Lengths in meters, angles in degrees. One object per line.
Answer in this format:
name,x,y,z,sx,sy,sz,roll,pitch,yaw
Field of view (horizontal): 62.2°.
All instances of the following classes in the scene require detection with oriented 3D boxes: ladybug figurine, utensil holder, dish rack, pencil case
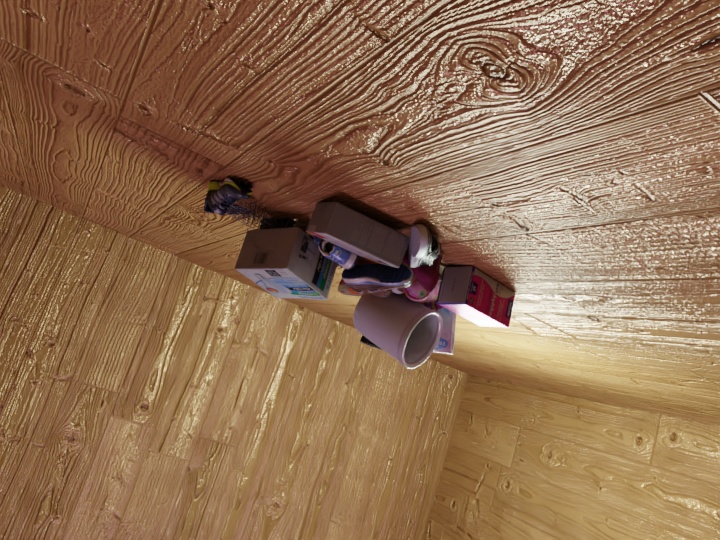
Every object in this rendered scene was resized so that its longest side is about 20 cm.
ladybug figurine,0.004,0.040,1.799,0.133,0.073,0.199,3,179,-25
utensil holder,0.101,0.148,1.653,0.199,0.172,0.169,29,177,37
dish rack,-0.295,-0.152,1.654,0.199,0.055,0.152,30,163,-38
pencil case,0.171,0.043,1.612,0.086,0.089,0.200,15,180,18

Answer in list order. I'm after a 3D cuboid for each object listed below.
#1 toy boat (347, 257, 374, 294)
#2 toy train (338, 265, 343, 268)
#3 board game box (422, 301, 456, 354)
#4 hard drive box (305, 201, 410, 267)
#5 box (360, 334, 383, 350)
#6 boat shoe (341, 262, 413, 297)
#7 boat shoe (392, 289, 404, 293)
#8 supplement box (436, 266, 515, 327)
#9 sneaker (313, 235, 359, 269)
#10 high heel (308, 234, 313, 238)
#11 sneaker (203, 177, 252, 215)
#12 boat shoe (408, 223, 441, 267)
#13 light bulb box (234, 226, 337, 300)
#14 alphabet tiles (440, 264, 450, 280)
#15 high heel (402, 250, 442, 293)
toy boat,0.000,0.000,1.645,0.128,0.133,0.200,16,175,9
toy train,-0.060,-0.025,1.867,0.045,0.035,0.199,16,177,-32
board game box,0.181,0.134,1.745,0.197,0.204,0.041,2,171,24
hard drive box,-0.008,-0.084,1.380,0.198,0.078,0.156,24,177,-20
box,0.100,0.150,1.862,0.139,0.203,0.079,11,168,38
boat shoe,0.051,0.024,1.482,0.197,0.073,0.073,4,138,35
boat shoe,0.083,0.024,1.609,0.067,0.075,0.200,-20,-170,14
supplement box,0.308,0.073,1.581,0.198,0.103,0.102,27,161,-38
sneaker,-0.075,-0.073,1.529,0.076,0.077,0.199,26,-175,-36
high heel,-0.120,-0.063,1.779,0.198,0.068,0.096,27,-166,13
sneaker,-0.337,-0.180,1.507,0.073,0.082,0.199,25,167,-32
boat shoe,0.149,-0.058,1.360,0.069,0.074,0.200,-4,167,-1
light bulb box,-0.202,-0.015,1.656,0.195,0.127,0.200,0,153,35
alphabet tiles,0.187,-0.008,1.660,0.197,0.006,0.167,19,168,1
high heel,0.104,-0.012,1.499,0.197,0.098,0.067,13,169,28
